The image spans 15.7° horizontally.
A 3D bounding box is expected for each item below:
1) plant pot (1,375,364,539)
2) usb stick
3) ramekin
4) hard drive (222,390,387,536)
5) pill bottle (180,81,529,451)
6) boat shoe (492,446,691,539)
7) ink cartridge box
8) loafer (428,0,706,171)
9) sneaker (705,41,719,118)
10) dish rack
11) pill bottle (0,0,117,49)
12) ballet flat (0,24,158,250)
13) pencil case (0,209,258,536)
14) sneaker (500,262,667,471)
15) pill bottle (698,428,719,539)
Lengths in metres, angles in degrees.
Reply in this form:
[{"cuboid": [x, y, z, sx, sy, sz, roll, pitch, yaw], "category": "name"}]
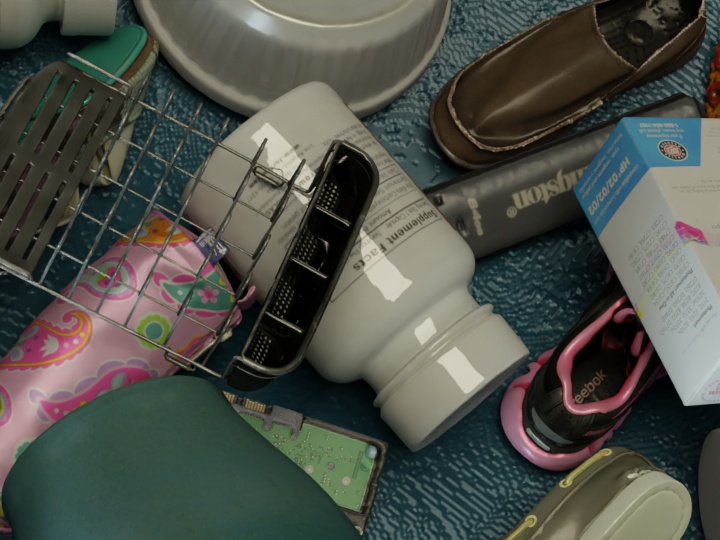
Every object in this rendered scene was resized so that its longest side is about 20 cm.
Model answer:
[{"cuboid": [-0.089, 0.164, 1.354, 0.200, 0.200, 0.188, -22, 62, -16], "category": "plant pot"}, {"cuboid": [0.122, -0.053, 1.576, 0.200, 0.033, 0.056, -21, 111, -16], "category": "usb stick"}, {"cuboid": [-0.034, -0.195, 1.563, 0.202, 0.094, 0.203, 5, 68, -12], "category": "ramekin"}, {"cuboid": [-0.077, 0.171, 1.468, 0.140, 0.038, 0.200, 17, 70, -4], "category": "hard drive"}, {"cuboid": [0.000, 0.000, 1.499, 0.114, 0.114, 0.200, -38, 81, -19], "category": "pill bottle"}, {"cuboid": [0.097, 0.179, 1.484, 0.202, 0.072, 0.060, -41, 41, -8], "category": "boat shoe"}, {"cuboid": [0.217, 0.009, 1.475, 0.115, 0.068, 0.200, -1, 52, -33], "category": "ink cartridge box"}, {"cuboid": [0.129, -0.131, 1.589, 0.200, 0.071, 0.073, -32, 80, -18], "category": "loafer"}, {"cuboid": [0.265, -0.066, 1.604, 0.077, 0.073, 0.200, -3, 75, -34], "category": "sneaker"}, {"cuboid": [-0.106, -0.033, 1.385, 0.200, 0.055, 0.153, 27, 55, -5], "category": "dish rack"}, {"cuboid": [-0.243, -0.184, 1.520, 0.200, 0.110, 0.110, 1, 71, -10], "category": "pill bottle"}, {"cuboid": [-0.174, -0.067, 1.506, 0.200, 0.069, 0.071, -49, 124, -46], "category": "ballet flat"}, {"cuboid": [-0.152, 0.056, 1.455, 0.087, 0.087, 0.200, 44, 78, 6], "category": "pencil case"}, {"cuboid": [0.165, 0.029, 1.530, 0.079, 0.095, 0.200, 37, 68, 5], "category": "sneaker"}, {"cuboid": [0.303, 0.126, 1.512, 0.200, 0.111, 0.111, -3, 72, -12], "category": "pill bottle"}]
